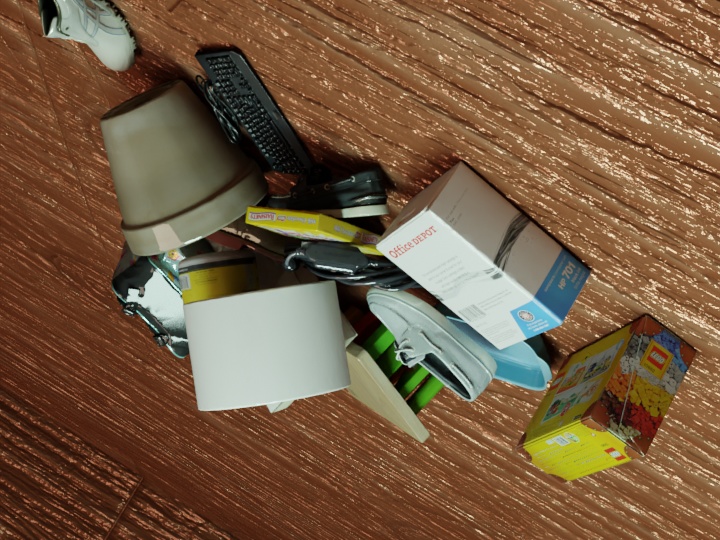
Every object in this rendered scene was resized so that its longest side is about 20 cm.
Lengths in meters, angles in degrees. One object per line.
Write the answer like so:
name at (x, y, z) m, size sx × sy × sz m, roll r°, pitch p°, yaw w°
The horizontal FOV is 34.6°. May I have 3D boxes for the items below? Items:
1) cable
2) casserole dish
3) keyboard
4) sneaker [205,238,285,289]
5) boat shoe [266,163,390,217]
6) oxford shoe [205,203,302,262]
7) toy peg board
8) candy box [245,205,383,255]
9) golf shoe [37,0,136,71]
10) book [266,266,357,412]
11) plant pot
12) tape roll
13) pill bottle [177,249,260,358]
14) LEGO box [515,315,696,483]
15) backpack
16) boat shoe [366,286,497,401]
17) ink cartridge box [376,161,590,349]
cable at (0.000, 0.000, 1.463) m, size 0.199 × 0.051 × 0.163 m, roll 7°, pitch 176°, yaw -1°
casserole dish at (0.170, 0.094, 1.524) m, size 0.200 × 0.039 × 0.121 m, roll 16°, pitch 149°, yaw 36°
keyboard at (-0.141, -0.185, 1.425) m, size 0.104 × 0.040 × 0.200 m, roll 7°, pitch 142°, yaw 43°
sneaker at (-0.173, -0.007, 1.709) m, size 0.200 × 0.089 × 0.075 m, roll 37°, pitch 156°, yaw -2°
boat shoe at (-0.044, -0.099, 1.429) m, size 0.199 × 0.074 × 0.066 m, roll 4°, pitch 98°, yaw 50°
oxford shoe at (-0.113, -0.054, 1.581) m, size 0.199 × 0.075 × 0.070 m, roll 14°, pitch -171°, yaw 1°
toy peg board at (0.024, 0.128, 1.725) m, size 0.199 × 0.098 × 0.200 m, roll 27°, pitch 157°, yaw 53°
candy box at (-0.048, -0.048, 1.432) m, size 0.102 × 0.026 × 0.200 m, roll 5°, pitch 175°, yaw 28°
golf shoe at (-0.350, -0.305, 1.407) m, size 0.078 × 0.097 × 0.200 m, roll 14°, pitch 149°, yaw 34°
book at (-0.102, 0.096, 1.652) m, size 0.134 × 0.048 × 0.200 m, roll 57°, pitch 134°, yaw 17°
plant pot at (-0.243, -0.142, 1.482) m, size 0.200 × 0.200 × 0.174 m, roll -1°, pitch 120°, yaw 51°
tape roll at (-0.120, 0.094, 1.486) m, size 0.203 × 0.202 × 0.140 m, roll -11°, pitch 89°, yaw 56°
pill bottle at (-0.190, 0.075, 1.629) m, size 0.112 × 0.112 × 0.201 m, roll -10°, pitch 88°, yaw 56°
LEGO box at (0.285, 0.156, 1.364) m, size 0.077 × 0.149 × 0.200 m, roll 36°, pitch 155°, yaw -3°
backpack at (-0.280, 0.005, 1.768) m, size 0.176 × 0.153 × 0.200 m, roll 45°, pitch -170°, yaw -24°
boat shoe at (0.084, 0.096, 1.507) m, size 0.201 × 0.072 × 0.070 m, roll 36°, pitch 153°, yaw 0°
ink cartridge box at (0.138, -0.012, 1.327) m, size 0.200 × 0.086 × 0.146 m, roll 41°, pitch 154°, yaw -8°
